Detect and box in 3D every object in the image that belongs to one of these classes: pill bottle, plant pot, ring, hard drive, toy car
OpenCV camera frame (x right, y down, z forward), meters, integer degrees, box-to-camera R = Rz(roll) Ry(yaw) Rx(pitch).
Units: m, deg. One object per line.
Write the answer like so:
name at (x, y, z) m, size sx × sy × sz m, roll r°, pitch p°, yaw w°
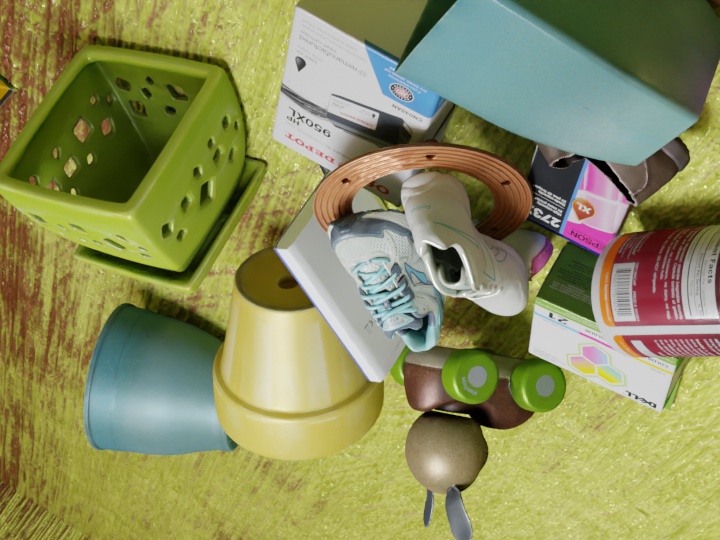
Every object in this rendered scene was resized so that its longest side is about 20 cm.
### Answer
pill bottle at (0.306, 0.018, 1.243) m, size 0.199 × 0.113 × 0.113 m, roll -3°, pitch 134°, yaw 46°
plant pot at (-0.074, 0.080, 1.662) m, size 0.200 × 0.201 × 0.190 m, roll 18°, pitch 132°, yaw 26°
ring at (0.056, -0.064, 1.326) m, size 0.199 × 0.019 × 0.201 m, roll 0°, pitch 151°, yaw 0°
hard drive at (0.000, 0.000, 1.508) m, size 0.025 × 0.132 × 0.200 m, roll 4°, pitch 140°, yaw 43°
plant pot at (-0.244, 0.157, 1.953) m, size 0.187 × 0.201 × 0.200 m, roll 10°, pitch 146°, yaw 11°
plant pot at (0.159, -0.178, 1.086) m, size 0.199 × 0.142 × 0.141 m, roll 30°, pitch 152°, yaw -11°
toy car at (0.110, 0.182, 1.542) m, size 0.157 × 0.201 × 0.164 m, roll 9°, pitch 179°, yaw -22°
plant pot at (-0.228, -0.098, 1.538) m, size 0.198 × 0.201 × 0.182 m, roll 14°, pitch 153°, yaw 31°

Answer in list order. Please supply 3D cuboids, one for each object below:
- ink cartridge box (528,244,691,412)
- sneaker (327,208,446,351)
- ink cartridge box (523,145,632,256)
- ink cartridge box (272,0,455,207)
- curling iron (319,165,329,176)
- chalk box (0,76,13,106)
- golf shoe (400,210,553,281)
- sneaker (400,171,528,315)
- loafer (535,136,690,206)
ink cartridge box at (0.246, 0.084, 1.443) m, size 0.147 × 0.076 × 0.200 m, roll 24°, pitch 148°, yaw 17°
sneaker at (0.034, 0.012, 1.355) m, size 0.077 × 0.087 × 0.200 m, roll -14°, pitch 149°, yaw 22°
ink cartridge box at (0.196, -0.073, 1.305) m, size 0.094 × 0.037 × 0.200 m, roll 28°, pitch 152°, yaw 12°
ink cartridge box at (0.010, -0.165, 1.300) m, size 0.144 × 0.084 × 0.200 m, roll 30°, pitch 151°, yaw 7°
curling iron at (-0.014, -0.058, 1.546) m, size 0.049 × 0.026 × 0.200 m, roll 9°, pitch 142°, yaw 32°
chalk box at (-0.533, -0.194, 1.768) m, size 0.124 × 0.125 × 0.200 m, roll 44°, pitch 148°, yaw -19°
golf shoe at (0.099, -0.023, 1.440) m, size 0.199 × 0.075 × 0.092 m, roll -5°, pitch 129°, yaw 47°
sneaker at (0.093, -0.003, 1.317) m, size 0.070 × 0.081 × 0.200 m, roll -18°, pitch 140°, yaw 25°
loafer at (0.167, -0.120, 1.181) m, size 0.200 × 0.071 × 0.073 m, roll 33°, pitch 177°, yaw 12°
